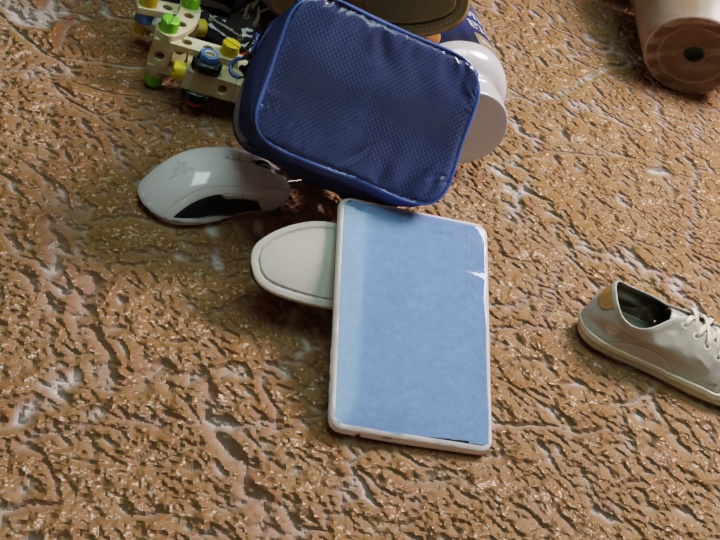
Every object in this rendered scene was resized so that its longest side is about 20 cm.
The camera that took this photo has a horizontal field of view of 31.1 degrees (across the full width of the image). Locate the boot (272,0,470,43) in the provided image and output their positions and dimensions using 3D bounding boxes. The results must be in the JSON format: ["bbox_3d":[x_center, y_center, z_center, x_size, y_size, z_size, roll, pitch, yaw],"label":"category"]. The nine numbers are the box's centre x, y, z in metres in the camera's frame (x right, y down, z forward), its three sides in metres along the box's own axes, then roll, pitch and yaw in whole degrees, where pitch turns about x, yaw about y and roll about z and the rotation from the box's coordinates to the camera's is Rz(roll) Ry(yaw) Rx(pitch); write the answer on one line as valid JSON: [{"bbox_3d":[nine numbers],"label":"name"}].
[{"bbox_3d":[0.038,-0.228,1.167,0.199,0.074,0.154,12,-3,33],"label":"boot"}]

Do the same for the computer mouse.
[{"bbox_3d":[-0.097,-0.083,1.126,0.199,0.044,0.110,-13,49,-36],"label":"computer mouse"}]

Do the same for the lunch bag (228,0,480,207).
[{"bbox_3d":[-0.015,-0.137,1.080,0.199,0.137,0.132,23,-5,-13],"label":"lunch bag"}]

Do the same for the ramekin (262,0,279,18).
[{"bbox_3d":[-0.064,-0.327,1.300,0.200,0.201,0.098,27,69,10],"label":"ramekin"}]

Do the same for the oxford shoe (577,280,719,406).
[{"bbox_3d":[0.285,0.064,1.105,0.199,0.058,0.075,22,34,0],"label":"oxford shoe"}]

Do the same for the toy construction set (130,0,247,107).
[{"bbox_3d":[-0.125,-0.211,1.244,0.198,0.093,0.132,2,39,-6],"label":"toy construction set"}]

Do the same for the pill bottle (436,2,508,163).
[{"bbox_3d":[0.084,-0.199,1.299,0.110,0.112,0.201,5,39,-18],"label":"pill bottle"}]

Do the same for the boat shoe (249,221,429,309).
[{"bbox_3d":[0.000,0.000,1.055,0.199,0.060,0.074,-5,75,-25],"label":"boat shoe"}]

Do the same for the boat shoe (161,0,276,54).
[{"bbox_3d":[-0.124,-0.253,1.312,0.199,0.063,0.073,22,37,4],"label":"boat shoe"}]

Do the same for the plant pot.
[{"bbox_3d":[0.407,-0.314,1.548,0.199,0.200,0.174,20,53,1],"label":"plant pot"}]

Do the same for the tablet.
[{"bbox_3d":[0.040,0.040,1.001,0.129,0.014,0.201,11,59,-15],"label":"tablet"}]
